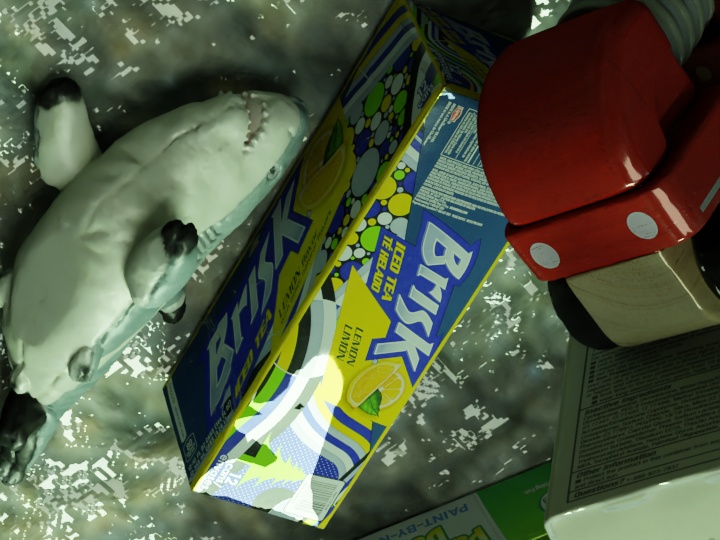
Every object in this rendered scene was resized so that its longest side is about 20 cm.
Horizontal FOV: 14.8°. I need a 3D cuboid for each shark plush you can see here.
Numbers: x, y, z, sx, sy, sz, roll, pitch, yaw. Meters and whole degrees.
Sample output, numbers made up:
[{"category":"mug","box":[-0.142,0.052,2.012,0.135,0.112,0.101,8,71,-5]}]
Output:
[{"category":"shark plush","box":[-0.088,0.016,1.056,0.083,0.091,0.200,-10,129,-49]}]

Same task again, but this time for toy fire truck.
[{"category":"toy fire truck","box":[0.107,-0.099,0.967,0.129,0.176,0.200,-17,117,47]}]

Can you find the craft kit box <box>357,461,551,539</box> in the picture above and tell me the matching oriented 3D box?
[{"category":"craft kit box","box":[0.051,0.190,1.238,0.200,0.049,0.198,-21,131,-1]}]

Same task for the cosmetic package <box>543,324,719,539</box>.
[{"category":"cosmetic package","box":[0.135,0.054,1.017,0.103,0.200,0.087,-18,116,20]}]

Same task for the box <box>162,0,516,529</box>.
[{"category":"box","box":[0.000,0.000,1.064,0.064,0.070,0.200,19,118,-27]}]
